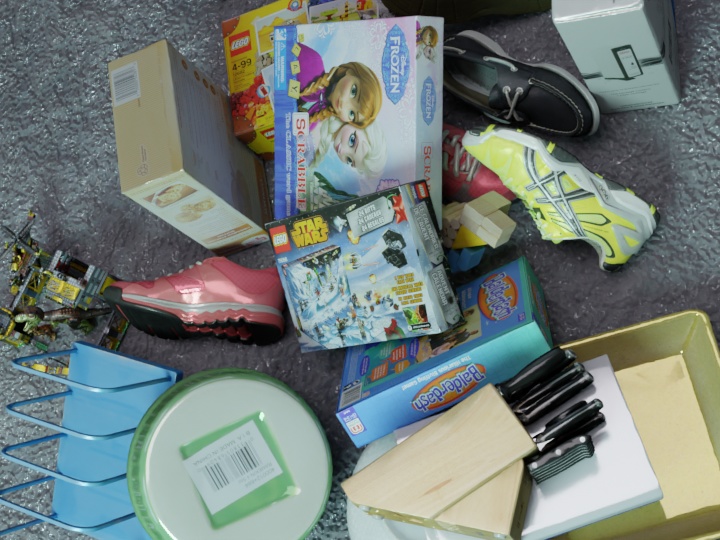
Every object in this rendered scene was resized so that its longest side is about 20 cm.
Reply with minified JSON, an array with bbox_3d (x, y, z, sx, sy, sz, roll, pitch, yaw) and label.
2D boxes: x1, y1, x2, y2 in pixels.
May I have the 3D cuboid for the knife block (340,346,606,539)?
[{"bbox_3d":[0.101,0.136,1.056,0.200,0.064,0.176,8,71,17],"label":"knife block"}]

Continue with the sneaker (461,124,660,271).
[{"bbox_3d":[0.180,-0.071,1.170,0.200,0.075,0.076,30,90,2],"label":"sneaker"}]

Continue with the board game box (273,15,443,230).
[{"bbox_3d":[-0.006,-0.143,1.219,0.199,0.041,0.200,6,99,44],"label":"board game box"}]

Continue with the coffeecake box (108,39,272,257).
[{"bbox_3d":[-0.174,-0.122,1.309,0.073,0.200,0.154,-19,65,17],"label":"coffeecake box"}]

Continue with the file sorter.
[{"bbox_3d":[-0.282,0.189,1.260,0.139,0.123,0.200,13,100,27],"label":"file sorter"}]

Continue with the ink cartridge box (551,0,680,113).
[{"bbox_3d":[0.241,-0.256,1.169,0.084,0.200,0.146,-6,70,22],"label":"ink cartridge box"}]

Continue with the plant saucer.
[{"bbox_3d":[0.236,0.155,1.104,0.200,0.048,0.200,-16,65,9],"label":"plant saucer"}]

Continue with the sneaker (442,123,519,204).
[{"bbox_3d":[0.077,-0.114,1.250,0.200,0.087,0.074,19,81,28],"label":"sneaker"}]

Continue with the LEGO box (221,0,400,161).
[{"bbox_3d":[-0.040,-0.225,1.354,0.200,0.077,0.149,-17,67,18],"label":"LEGO box"}]

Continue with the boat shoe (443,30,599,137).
[{"bbox_3d":[0.147,-0.178,1.250,0.060,0.076,0.200,-29,43,-33],"label":"boat shoe"}]

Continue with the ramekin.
[{"bbox_3d":[-0.120,0.189,1.182,0.200,0.098,0.200,1,82,-10],"label":"ramekin"}]

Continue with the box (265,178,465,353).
[{"bbox_3d":[0.000,0.000,1.184,0.200,0.040,0.137,-11,96,48],"label":"box"}]

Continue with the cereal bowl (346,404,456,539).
[{"bbox_3d":[0.073,0.216,1.149,0.200,0.083,0.200,-8,70,22],"label":"cereal bowl"}]

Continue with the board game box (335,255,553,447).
[{"bbox_3d":[0.078,0.073,1.166,0.200,0.152,0.045,-27,108,15],"label":"board game box"}]

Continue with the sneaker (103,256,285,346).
[{"bbox_3d":[-0.172,0.025,1.331,0.200,0.074,0.087,6,62,9],"label":"sneaker"}]

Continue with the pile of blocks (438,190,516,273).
[{"bbox_3d":[0.081,-0.034,1.230,0.200,0.062,0.082,0,109,45],"label":"pile of blocks"}]

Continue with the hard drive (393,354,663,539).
[{"bbox_3d":[0.142,0.168,1.082,0.200,0.025,0.132,-20,66,6],"label":"hard drive"}]

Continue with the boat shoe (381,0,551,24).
[{"bbox_3d":[0.117,-0.304,1.299,0.201,0.072,0.066,-3,48,-4],"label":"boat shoe"}]

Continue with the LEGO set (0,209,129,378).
[{"bbox_3d":[-0.348,0.037,1.379,0.200,0.116,0.154,31,87,30],"label":"LEGO set"}]
